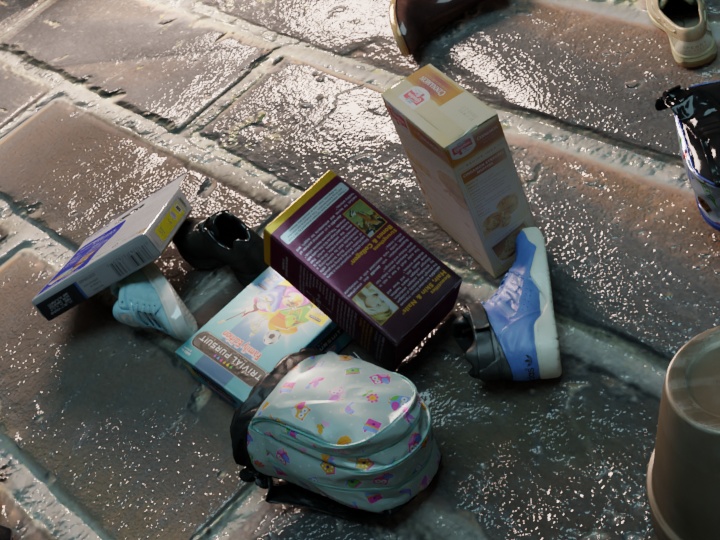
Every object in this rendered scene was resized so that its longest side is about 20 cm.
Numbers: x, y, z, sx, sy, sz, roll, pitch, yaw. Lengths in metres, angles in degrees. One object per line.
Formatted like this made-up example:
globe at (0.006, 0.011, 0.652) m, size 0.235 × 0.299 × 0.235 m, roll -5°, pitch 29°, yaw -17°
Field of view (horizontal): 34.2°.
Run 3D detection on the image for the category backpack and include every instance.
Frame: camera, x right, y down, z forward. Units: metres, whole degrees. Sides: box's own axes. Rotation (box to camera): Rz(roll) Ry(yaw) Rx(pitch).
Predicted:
backpack at (-0.020, 0.162, 1.173) m, size 0.200 × 0.127 × 0.167 m, roll 18°, pitch 53°, yaw 37°
backpack at (0.421, -0.118, 1.215) m, size 0.199 × 0.154 × 0.191 m, roll -15°, pitch 32°, yaw 23°

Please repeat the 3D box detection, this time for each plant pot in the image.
plant pot at (0.325, 0.141, 0.970) m, size 0.199 × 0.174 × 0.200 m, roll -16°, pitch 40°, yaw 14°

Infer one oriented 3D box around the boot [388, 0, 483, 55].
boot at (0.133, -0.401, 1.737) m, size 0.166 × 0.072 × 0.200 m, roll -11°, pitch 38°, yaw 21°

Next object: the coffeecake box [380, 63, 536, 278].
coffeecake box at (0.117, -0.114, 1.337) m, size 0.073 × 0.200 × 0.154 m, roll -33°, pitch 40°, yaw -7°

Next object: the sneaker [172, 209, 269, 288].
sneaker at (-0.181, -0.044, 1.511) m, size 0.200 × 0.091 × 0.076 m, roll 17°, pitch 58°, yaw 41°

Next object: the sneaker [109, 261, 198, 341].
sneaker at (-0.265, 0.051, 1.474) m, size 0.082 × 0.074 × 0.200 m, roll -36°, pitch 30°, yaw -8°

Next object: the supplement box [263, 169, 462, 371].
supplement box at (0.000, 0.000, 1.299) m, size 0.200 × 0.086 × 0.110 m, roll 41°, pitch 69°, yaw 15°

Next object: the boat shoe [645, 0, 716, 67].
boat shoe at (0.416, -0.345, 1.528) m, size 0.072 × 0.065 × 0.200 m, roll -16°, pitch 41°, yaw 13°

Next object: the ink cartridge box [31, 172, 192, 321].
ink cartridge box at (-0.319, -0.032, 1.558) m, size 0.197 × 0.047 × 0.200 m, roll -30°, pitch 16°, yaw 22°

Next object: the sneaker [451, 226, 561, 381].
sneaker at (0.150, 0.035, 1.253) m, size 0.111 × 0.077 × 0.200 m, roll -7°, pitch 49°, yaw 9°

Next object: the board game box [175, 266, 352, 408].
board game box at (-0.097, 0.071, 1.373) m, size 0.200 × 0.047 × 0.151 m, roll -43°, pitch 42°, yaw -19°

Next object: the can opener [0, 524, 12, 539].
can opener at (-0.439, 0.282, 1.335) m, size 0.063 × 0.078 × 0.200 m, roll -57°, pitch 27°, yaw 26°
